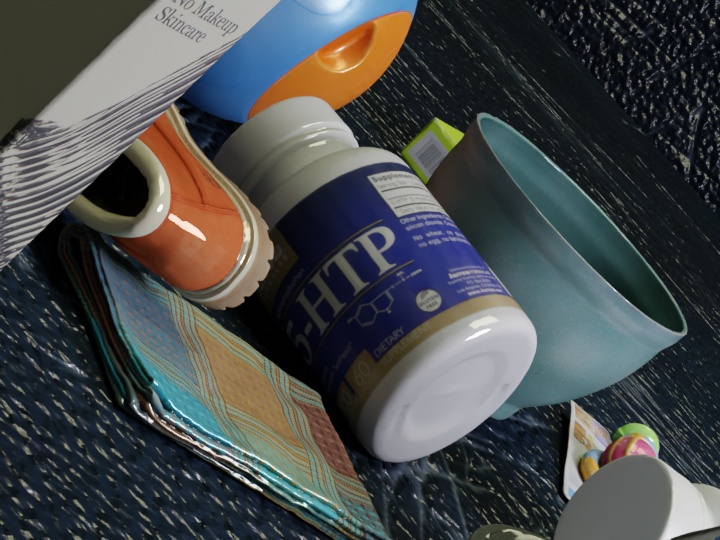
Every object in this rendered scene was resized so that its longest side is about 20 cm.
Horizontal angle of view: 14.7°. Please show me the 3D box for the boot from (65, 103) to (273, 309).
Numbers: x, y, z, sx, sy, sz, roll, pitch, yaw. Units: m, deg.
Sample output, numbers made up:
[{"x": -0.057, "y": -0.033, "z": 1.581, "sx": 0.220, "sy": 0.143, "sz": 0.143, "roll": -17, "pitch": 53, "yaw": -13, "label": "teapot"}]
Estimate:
[{"x": -0.135, "y": -0.066, "z": 1.433, "sx": 0.200, "sy": 0.075, "sz": 0.107, "roll": 41, "pitch": 7, "yaw": 36, "label": "boot"}]

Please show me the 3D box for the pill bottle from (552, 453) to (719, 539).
[{"x": 0.214, "y": 0.201, "z": 1.696, "sx": 0.200, "sy": 0.113, "sz": 0.113, "roll": 38, "pitch": 15, "yaw": -31, "label": "pill bottle"}]

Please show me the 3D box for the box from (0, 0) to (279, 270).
[{"x": -0.136, "y": -0.090, "z": 1.263, "sx": 0.068, "sy": 0.200, "sz": 0.082, "roll": 53, "pitch": 15, "yaw": 24, "label": "box"}]

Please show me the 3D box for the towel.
[{"x": -0.067, "y": 0.063, "z": 1.425, "sx": 0.200, "sy": 0.022, "sz": 0.147, "roll": 36, "pitch": 17, "yaw": -39, "label": "towel"}]

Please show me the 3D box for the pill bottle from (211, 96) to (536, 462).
[{"x": 0.000, "y": 0.000, "z": 1.608, "sx": 0.200, "sy": 0.120, "sz": 0.120, "roll": 52, "pitch": 14, "yaw": 26, "label": "pill bottle"}]

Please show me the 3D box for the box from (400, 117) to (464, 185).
[{"x": 0.121, "y": -0.049, "z": 2.304, "sx": 0.122, "sy": 0.048, "sz": 0.200, "roll": 53, "pitch": 14, "yaw": 25, "label": "box"}]

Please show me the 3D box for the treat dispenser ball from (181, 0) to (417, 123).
[{"x": -0.060, "y": -0.196, "z": 1.829, "sx": 0.201, "sy": 0.201, "sz": 0.201, "roll": 43, "pitch": 13, "yaw": -13, "label": "treat dispenser ball"}]

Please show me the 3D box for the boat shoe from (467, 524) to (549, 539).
[{"x": 0.125, "y": 0.217, "z": 1.499, "sx": 0.202, "sy": 0.065, "sz": 0.075, "roll": 38, "pitch": 38, "yaw": -11, "label": "boat shoe"}]

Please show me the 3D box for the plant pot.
[{"x": 0.102, "y": 0.014, "z": 1.858, "sx": 0.200, "sy": 0.134, "sz": 0.200, "roll": 42, "pitch": 13, "yaw": -12, "label": "plant pot"}]

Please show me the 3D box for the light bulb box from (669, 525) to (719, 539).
[{"x": 0.253, "y": 0.255, "z": 1.445, "sx": 0.198, "sy": 0.124, "sz": 0.201, "roll": 37, "pitch": 49, "yaw": -34, "label": "light bulb box"}]

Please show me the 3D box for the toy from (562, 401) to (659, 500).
[{"x": 0.196, "y": 0.148, "z": 1.945, "sx": 0.115, "sy": 0.047, "sz": 0.200, "roll": 43, "pitch": 13, "yaw": -7, "label": "toy"}]
